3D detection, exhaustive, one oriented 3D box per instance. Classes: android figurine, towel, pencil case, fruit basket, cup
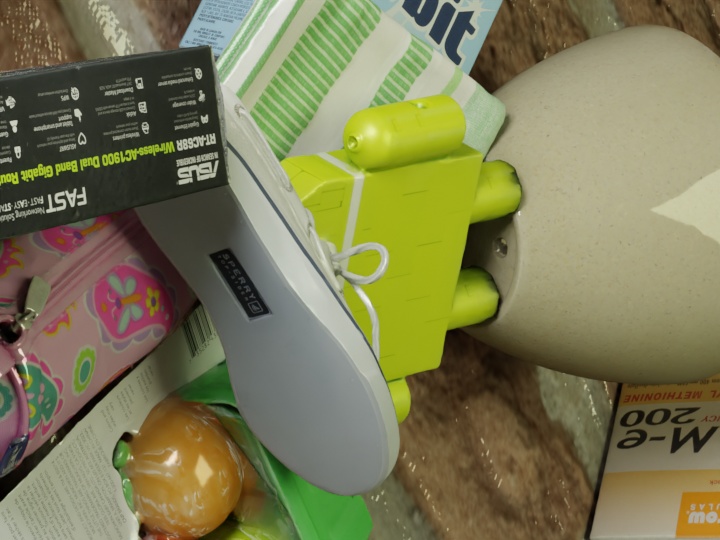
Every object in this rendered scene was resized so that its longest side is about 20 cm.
[{"bbox_3d":[0.000,0.000,1.492,0.199,0.041,0.183,-11,121,-46],"label":"android figurine"},{"bbox_3d":[-0.015,-0.056,1.486,0.200,0.023,0.153,33,88,-50],"label":"towel"},{"bbox_3d":[-0.130,0.012,1.302,0.200,0.087,0.088,-43,123,-52],"label":"pencil case"},{"bbox_3d":[-0.089,0.133,1.377,0.200,0.093,0.186,-43,124,-33],"label":"fruit basket"},{"bbox_3d":[0.111,-0.028,1.626,0.143,0.200,0.202,-9,94,-35],"label":"cup"}]

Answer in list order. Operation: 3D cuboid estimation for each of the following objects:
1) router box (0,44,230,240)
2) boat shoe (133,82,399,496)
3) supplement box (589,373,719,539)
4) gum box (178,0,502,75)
[{"bbox_3d":[-0.168,-0.044,1.185,0.200,0.149,0.063,-16,100,-57],"label":"router box"},{"bbox_3d":[-0.033,0.001,1.329,0.203,0.074,0.086,58,36,-22],"label":"boat shoe"},{"bbox_3d":[0.227,0.092,1.833,0.074,0.125,0.201,48,47,-46],"label":"supplement box"},{"bbox_3d":[0.007,-0.157,1.534,0.170,0.044,0.201,40,70,-49],"label":"gum box"}]
